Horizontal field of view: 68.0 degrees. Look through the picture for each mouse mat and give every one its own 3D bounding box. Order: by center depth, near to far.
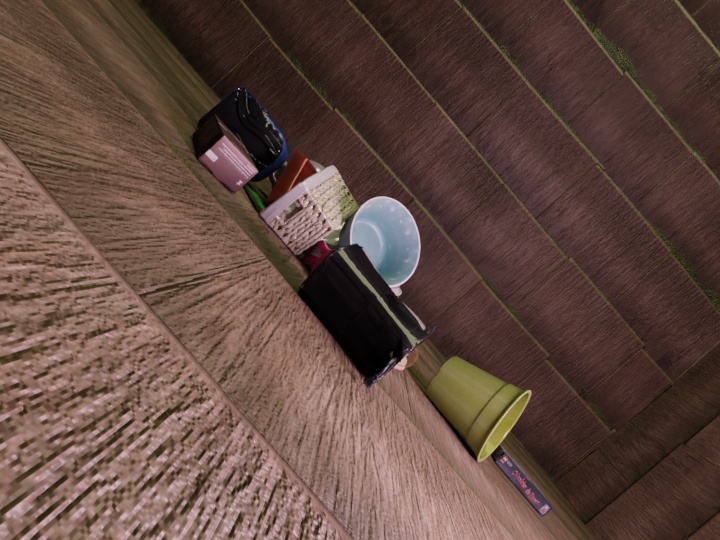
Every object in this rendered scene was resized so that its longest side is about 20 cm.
[{"bbox_3d":[-0.219,-0.137,1.280,0.161,0.008,0.200,46,3,-39],"label":"mouse mat"}]

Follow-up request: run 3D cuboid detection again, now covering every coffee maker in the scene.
[{"bbox_3d":[0.006,0.062,0.853,0.200,0.135,0.192,49,4,10],"label":"coffee maker"}]

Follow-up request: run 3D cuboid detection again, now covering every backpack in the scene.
[{"bbox_3d":[-0.281,-0.334,1.372,0.200,0.162,0.168,48,0,2],"label":"backpack"}]

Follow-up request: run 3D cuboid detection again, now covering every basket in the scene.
[{"bbox_3d":[-0.106,-0.136,1.197,0.124,0.135,0.200,55,27,-7],"label":"basket"}]

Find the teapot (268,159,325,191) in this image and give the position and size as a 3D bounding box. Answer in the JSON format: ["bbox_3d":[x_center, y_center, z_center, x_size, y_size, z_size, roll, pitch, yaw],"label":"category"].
[{"bbox_3d":[-0.169,-0.211,1.521,0.198,0.198,0.147,11,45,-6],"label":"teapot"}]

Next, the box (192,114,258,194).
[{"bbox_3d":[-0.283,-0.245,1.102,0.100,0.075,0.200,47,6,-34],"label":"box"}]

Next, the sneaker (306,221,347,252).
[{"bbox_3d":[-0.089,-0.100,1.365,0.199,0.078,0.100,0,76,-50],"label":"sneaker"}]

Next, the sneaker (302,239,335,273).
[{"bbox_3d":[-0.058,0.003,1.146,0.088,0.081,0.200,45,5,-24],"label":"sneaker"}]

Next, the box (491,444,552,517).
[{"bbox_3d":[0.454,0.592,1.539,0.200,0.038,0.137,49,3,2],"label":"box"}]

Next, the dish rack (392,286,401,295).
[{"bbox_3d":[0.000,0.000,1.353,0.199,0.044,0.172,2,32,-33],"label":"dish rack"}]

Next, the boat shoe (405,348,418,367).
[{"bbox_3d":[0.049,0.139,1.187,0.200,0.073,0.065,51,-9,-25],"label":"boat shoe"}]

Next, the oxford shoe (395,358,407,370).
[{"bbox_3d":[0.043,0.128,1.100,0.200,0.074,0.071,47,4,-25],"label":"oxford shoe"}]

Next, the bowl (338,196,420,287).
[{"bbox_3d":[0.028,-0.060,1.210,0.201,0.201,0.105,47,-29,-25],"label":"bowl"}]

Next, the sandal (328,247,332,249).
[{"bbox_3d":[0.003,-0.038,1.301,0.200,0.058,0.080,8,17,-28],"label":"sandal"}]

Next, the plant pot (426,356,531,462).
[{"bbox_3d":[0.262,0.306,1.254,0.190,0.201,0.200,35,-4,30],"label":"plant pot"}]

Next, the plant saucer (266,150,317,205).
[{"bbox_3d":[-0.136,-0.181,1.397,0.037,0.200,0.200,-7,-44,36],"label":"plant saucer"}]
